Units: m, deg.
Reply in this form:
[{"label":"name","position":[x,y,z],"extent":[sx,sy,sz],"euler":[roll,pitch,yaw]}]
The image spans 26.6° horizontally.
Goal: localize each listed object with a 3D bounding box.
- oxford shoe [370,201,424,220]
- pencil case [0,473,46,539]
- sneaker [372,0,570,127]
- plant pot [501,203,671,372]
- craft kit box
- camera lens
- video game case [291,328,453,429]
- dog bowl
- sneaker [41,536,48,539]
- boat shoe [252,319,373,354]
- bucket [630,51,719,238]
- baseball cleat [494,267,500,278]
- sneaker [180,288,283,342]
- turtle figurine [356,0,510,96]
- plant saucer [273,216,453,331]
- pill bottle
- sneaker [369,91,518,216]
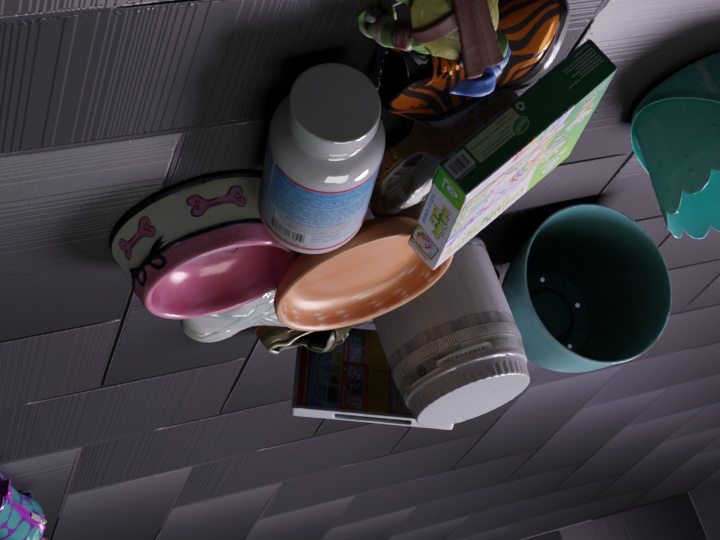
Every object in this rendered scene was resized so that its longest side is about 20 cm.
[{"label":"oxford shoe","position":[0.100,-0.084,1.628],"extent":[0.200,0.075,0.070],"euler":[-36,154,34]},{"label":"pencil case","position":[-0.489,0.322,2.054],"extent":[0.091,0.086,0.200],"euler":[-4,159,4]},{"label":"sneaker","position":[0.090,-0.192,1.363],"extent":[0.111,0.078,0.200],"euler":[2,149,-46]},{"label":"plant pot","position":[0.265,0.038,1.914],"extent":[0.199,0.202,0.161],"euler":[-11,167,-22]},{"label":"craft kit box","position":[0.141,-0.106,1.453],"extent":[0.200,0.049,0.198],"euler":[-40,172,-17]},{"label":"camera lens","position":[0.100,0.064,1.807],"extent":[0.159,0.201,0.160],"euler":[-17,158,-7]},{"label":"video game case","position":[0.017,0.130,1.888],"extent":[0.198,0.144,0.018],"euler":[6,135,-2]},{"label":"dog bowl","position":[-0.153,-0.019,1.563],"extent":[0.198,0.074,0.200],"euler":[-18,158,-8]},{"label":"sneaker","position":[-0.530,0.492,2.432],"extent":[0.080,0.075,0.200],"euler":[-13,158,-17]},{"label":"boat shoe","position":[-0.048,0.066,1.860],"extent":[0.199,0.069,0.075],"euler":[-3,153,-37]},{"label":"bucket","position":[0.403,-0.141,1.678],"extent":[0.205,0.136,0.208],"euler":[-18,158,-8]},{"label":"baseball cleat","position":[0.153,0.043,1.983],"extent":[0.069,0.107,0.200],"euler":[18,-178,-4]},{"label":"sneaker","position":[-0.108,0.027,1.716],"extent":[0.199,0.071,0.080],"euler":[-16,155,-8]},{"label":"turtle figurine","position":[0.045,-0.249,1.196],"extent":[0.143,0.202,0.194],"euler":[-8,148,36]},{"label":"plant saucer","position":[0.000,0.000,1.596],"extent":[0.198,0.038,0.200],"euler":[-18,157,-8]},{"label":"pill bottle","position":[-0.035,-0.104,1.416],"extent":[0.108,0.110,0.200],"euler":[-14,158,-15]},{"label":"sneaker","position":[0.088,-0.131,1.539],"extent":[0.199,0.076,0.087],"euler":[-33,173,32]}]
